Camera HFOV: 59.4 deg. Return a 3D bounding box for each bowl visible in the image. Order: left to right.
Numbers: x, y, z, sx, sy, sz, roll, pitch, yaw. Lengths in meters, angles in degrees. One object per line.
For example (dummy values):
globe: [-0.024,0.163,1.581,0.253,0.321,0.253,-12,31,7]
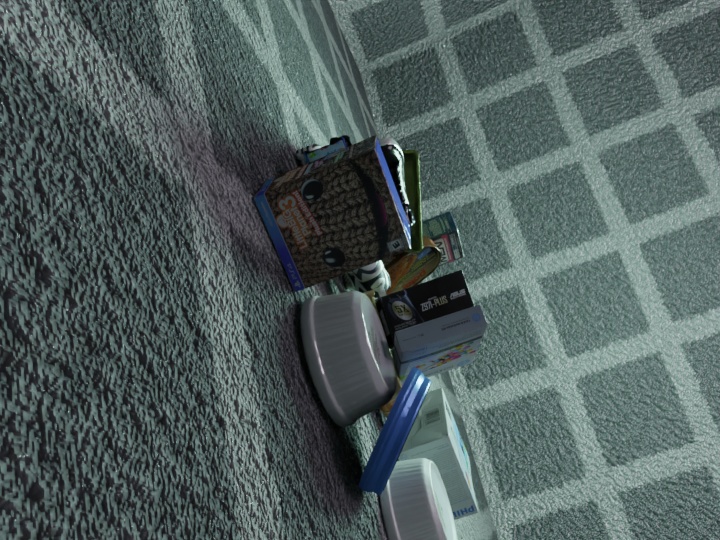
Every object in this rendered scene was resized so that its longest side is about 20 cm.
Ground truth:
bowl: [0.056,0.250,0.979,0.204,0.039,0.202,-62,170,-19]

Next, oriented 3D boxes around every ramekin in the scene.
ramekin: [-0.013,0.127,0.982,0.202,0.092,0.207,-20,91,-80]
ramekin: [0.107,0.434,1.128,0.202,0.092,0.208,-19,91,-81]

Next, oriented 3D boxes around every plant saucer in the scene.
plant saucer: [0.041,-0.147,1.284,0.048,0.195,0.205,-34,124,-56]

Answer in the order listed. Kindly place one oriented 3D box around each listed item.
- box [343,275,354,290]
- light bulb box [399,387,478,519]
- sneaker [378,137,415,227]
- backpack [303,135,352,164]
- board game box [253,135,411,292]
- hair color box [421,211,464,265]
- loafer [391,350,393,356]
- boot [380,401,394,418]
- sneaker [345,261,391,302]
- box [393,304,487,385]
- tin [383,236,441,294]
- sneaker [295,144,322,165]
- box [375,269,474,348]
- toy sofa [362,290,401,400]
box: [-0.022,-0.065,1.403,0.082,0.067,0.205,31,41,-77]
light bulb box: [0.166,0.412,1.404,0.199,0.122,0.204,-81,150,-70]
sneaker: [0.064,-0.138,1.137,0.201,0.071,0.114,77,-9,-62]
backpack: [-0.038,-0.105,1.134,0.184,0.144,0.203,67,-2,-54]
board game box: [-0.038,-0.087,0.971,0.097,0.195,0.163,-81,149,-68]
hair color box: [0.123,-0.045,1.392,0.101,0.195,0.062,62,10,-50]
loafer: [0.090,0.169,1.390,0.199,0.070,0.075,38,-9,42]
boot: [0.058,0.221,1.327,0.157,0.072,0.201,62,7,-15]
sneaker: [0.000,0.000,1.264,0.198,0.079,0.132,30,-30,55]
box: [0.134,0.137,1.112,0.201,0.152,0.042,87,-15,-65]
tin: [0.081,0.005,1.339,0.112,0.198,0.042,39,18,-46]
sneaker: [-0.077,-0.196,1.363,0.199,0.073,0.119,-6,82,-70]
box: [0.113,0.081,1.193,0.200,0.160,0.088,103,-32,-78]
toy sofa: [0.011,0.145,1.152,0.098,0.081,0.205,121,-48,-80]
